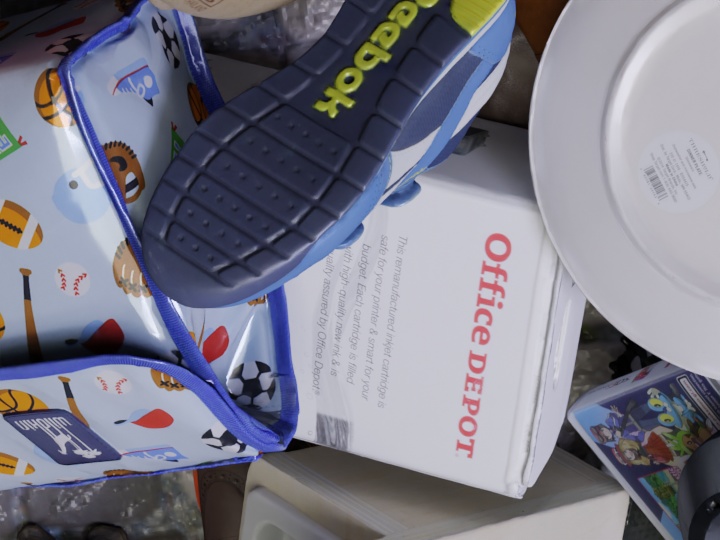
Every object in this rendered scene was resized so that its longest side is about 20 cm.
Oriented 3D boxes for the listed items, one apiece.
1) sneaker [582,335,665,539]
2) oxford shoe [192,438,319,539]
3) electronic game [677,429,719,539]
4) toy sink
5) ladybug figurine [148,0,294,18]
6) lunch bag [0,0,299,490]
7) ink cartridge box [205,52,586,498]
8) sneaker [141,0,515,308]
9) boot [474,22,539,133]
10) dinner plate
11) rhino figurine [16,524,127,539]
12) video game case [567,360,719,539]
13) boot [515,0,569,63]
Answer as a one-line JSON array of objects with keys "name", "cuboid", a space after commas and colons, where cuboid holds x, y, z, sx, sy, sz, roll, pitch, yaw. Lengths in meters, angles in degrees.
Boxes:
[{"name": "sneaker", "cuboid": [0.155, 0.088, 1.262, 0.090, 0.067, 0.200, 15, 120, -11]}, {"name": "oxford shoe", "cuboid": [-0.041, 0.149, 1.286, 0.071, 0.073, 0.201, -9, 117, 8]}, {"name": "electronic game", "cuboid": [0.215, 0.146, 1.115, 0.042, 0.200, 0.200, -40, 118, -27]}, {"name": "toy sink", "cuboid": [0.009, 0.154, 1.212, 0.200, 0.112, 0.131, -11, 116, -40]}, {"name": "ladybug figurine", "cuboid": [-0.024, -0.186, 1.035, 0.200, 0.072, 0.136, -46, 138, 11]}, {"name": "lunch bag", "cuboid": [-0.130, 0.000, 1.107, 0.170, 0.124, 0.201, -9, 113, 30]}, {"name": "ink cartridge box", "cuboid": [0.000, 0.000, 1.173, 0.199, 0.085, 0.146, 15, 119, 15]}, {"name": "sneaker", "cuboid": [-0.005, -0.052, 1.053, 0.074, 0.082, 0.200, 38, 72, 20]}, {"name": "boot", "cuboid": [0.128, -0.094, 1.164, 0.186, 0.064, 0.201, 6, 115, 12]}, {"name": "dinner plate", "cuboid": [0.163, -0.051, 1.042, 0.199, 0.024, 0.201, 2, 98, 16]}, {"name": "rhino figurine", "cuboid": [-0.099, 0.211, 1.312, 0.060, 0.088, 0.200, -35, 112, 18]}, {"name": "video game case", "cuboid": [0.206, 0.113, 1.150, 0.200, 0.023, 0.182, 50, 146, -8]}, {"name": "boot", "cuboid": [0.129, -0.148, 1.082, 0.188, 0.068, 0.200, -32, 96, 33]}]
